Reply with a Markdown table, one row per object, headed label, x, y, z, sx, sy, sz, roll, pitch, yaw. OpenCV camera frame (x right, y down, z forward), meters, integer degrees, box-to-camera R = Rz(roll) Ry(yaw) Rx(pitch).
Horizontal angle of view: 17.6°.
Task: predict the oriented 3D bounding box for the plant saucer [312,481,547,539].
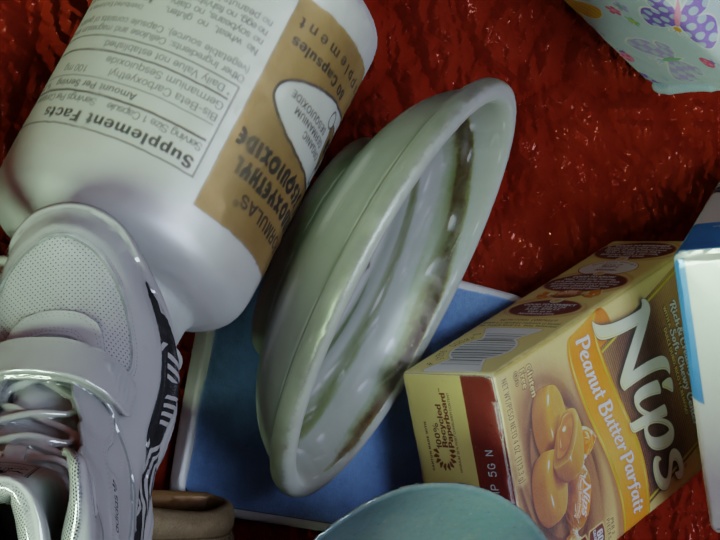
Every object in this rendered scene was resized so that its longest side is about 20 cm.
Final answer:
| label | x | y | z | sx | sy | sz | roll | pitch | yaw |
| --- | --- | --- | --- | --- | --- | --- | --- | --- | --- |
| plant saucer | 0.008 | 0.184 | 1.014 | 0.201 | 0.039 | 0.201 | -11 | 108 | -36 |

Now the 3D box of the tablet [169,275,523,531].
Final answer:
| label | x | y | z | sx | sy | sz | roll | pitch | yaw |
| --- | --- | --- | --- | --- | --- | --- | --- | --- | --- |
| tablet | -0.001 | 0.059 | 1.089 | 0.200 | 0.014 | 0.130 | 14 | 84 | -41 |

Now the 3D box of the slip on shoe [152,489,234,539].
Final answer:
| label | x | y | z | sx | sy | sz | roll | pitch | yaw |
| --- | --- | --- | --- | --- | --- | --- | --- | --- | --- |
| slip on shoe | -0.123 | 0.101 | 0.940 | 0.200 | 0.076 | 0.061 | 25 | 82 | -43 |

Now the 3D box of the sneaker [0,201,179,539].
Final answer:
| label | x | y | z | sx | sy | sz | roll | pitch | yaw |
| --- | --- | --- | --- | --- | --- | --- | --- | --- | --- |
| sneaker | -0.109 | 0.057 | 0.796 | 0.115 | 0.075 | 0.200 | 78 | 14 | -69 |

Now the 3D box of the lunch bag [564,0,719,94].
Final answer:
| label | x | y | z | sx | sy | sz | roll | pitch | yaw |
| --- | --- | --- | --- | --- | --- | --- | --- | --- | --- |
| lunch bag | 0.177 | -0.208 | 1.155 | 0.170 | 0.127 | 0.200 | 37 | 79 | -35 |

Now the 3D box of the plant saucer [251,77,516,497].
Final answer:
| label | x | y | z | sx | sy | sz | roll | pitch | yaw |
| --- | --- | --- | --- | --- | --- | --- | --- | --- | --- |
| plant saucer | 0.000 | 0.000 | 1.003 | 0.200 | 0.050 | 0.200 | -57 | 165 | -24 |

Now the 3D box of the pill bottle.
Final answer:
| label | x | y | z | sx | sy | sz | roll | pitch | yaw |
| --- | --- | --- | --- | --- | --- | --- | --- | --- | --- |
| pill bottle | -0.083 | -0.037 | 0.940 | 0.114 | 0.114 | 0.200 | 40 | 67 | -36 |

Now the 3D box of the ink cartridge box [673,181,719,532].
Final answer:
| label | x | y | z | sx | sy | sz | roll | pitch | yaw |
| --- | --- | --- | --- | --- | --- | --- | --- | --- | --- |
| ink cartridge box | 0.224 | 0.028 | 1.183 | 0.200 | 0.084 | 0.145 | -46 | 128 | -66 |

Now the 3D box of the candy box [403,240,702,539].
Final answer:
| label | x | y | z | sx | sy | sz | roll | pitch | yaw |
| --- | --- | --- | --- | --- | --- | --- | --- | --- | --- |
| candy box | 0.106 | 0.069 | 1.134 | 0.200 | 0.055 | 0.116 | -28 | 113 | -48 |
